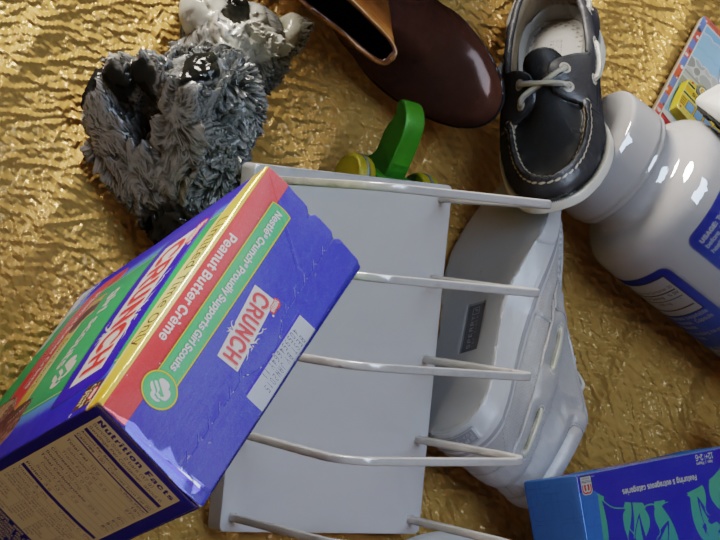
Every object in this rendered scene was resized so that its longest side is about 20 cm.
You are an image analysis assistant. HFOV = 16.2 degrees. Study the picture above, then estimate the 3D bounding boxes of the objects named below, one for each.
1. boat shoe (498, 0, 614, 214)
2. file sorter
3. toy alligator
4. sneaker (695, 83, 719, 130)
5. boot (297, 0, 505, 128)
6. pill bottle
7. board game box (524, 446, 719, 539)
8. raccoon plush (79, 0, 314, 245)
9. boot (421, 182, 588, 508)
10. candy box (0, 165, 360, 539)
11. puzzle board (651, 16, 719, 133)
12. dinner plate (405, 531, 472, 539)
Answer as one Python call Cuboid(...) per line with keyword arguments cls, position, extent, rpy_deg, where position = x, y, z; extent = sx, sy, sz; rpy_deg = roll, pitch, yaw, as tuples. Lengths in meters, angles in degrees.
Cuboid(cls="boat shoe", position=(0.118, -0.114, 1.557), extent=(0.201, 0.073, 0.061), rpy_deg=(-76, 153, -48))
Cuboid(cls="file sorter", position=(0.015, 0.051, 1.376), extent=(0.138, 0.124, 0.202), rpy_deg=(5, 92, -36))
Cuboid(cls="toy alligator", position=(0.000, 0.000, 1.472), extent=(0.059, 0.054, 0.202), rpy_deg=(13, 86, -32))
Cuboid(cls="sneaker", position=(0.281, -0.108, 1.641), extent=(0.075, 0.081, 0.200), rpy_deg=(41, 11, 15))
Cuboid(cls="boot", position=(0.017, -0.143, 1.450), extent=(0.068, 0.200, 0.189), rpy_deg=(-38, 99, 5))
Cuboid(cls="pill bottle", position=(0.216, -0.024, 1.605), extent=(0.200, 0.112, 0.113), rpy_deg=(37, 55, -20))
Cuboid(cls="board game box", position=(0.175, 0.212, 1.496), extent=(0.151, 0.045, 0.202), rpy_deg=(-6, 86, -45))
Cuboid(cls="raccoon plush", position=(-0.083, -0.062, 1.438), extent=(0.134, 0.096, 0.202), rpy_deg=(-23, 116, -53))
Cuboid(cls="boot", position=(0.098, 0.044, 1.528), extent=(0.096, 0.073, 0.201), rpy_deg=(44, 51, -35))
Cuboid(cls="candy box", position=(-0.112, 0.059, 1.269), extent=(0.077, 0.200, 0.169), rpy_deg=(45, 52, -14))
Cuboid(cls="puzzle board", position=(0.276, -0.059, 1.724), extent=(0.200, 0.017, 0.151), rpy_deg=(44, 53, -16))
Cuboid(cls="dinner plate", position=(0.068, 0.246, 1.448), extent=(0.199, 0.024, 0.202), rpy_deg=(14, 65, -31))
